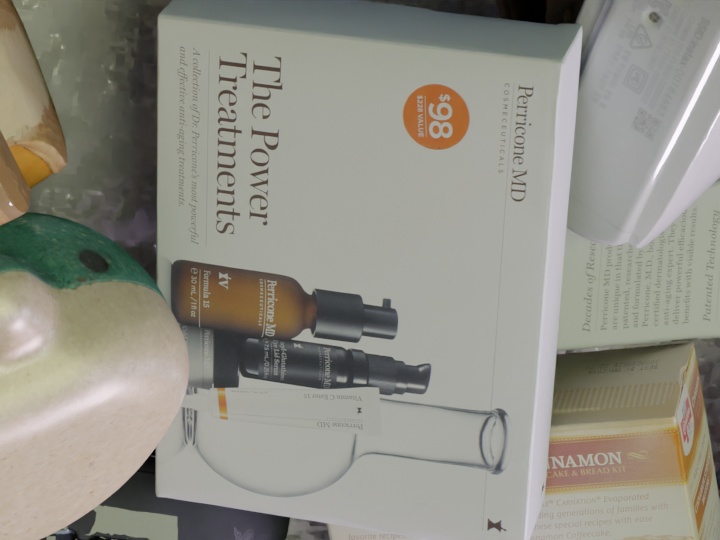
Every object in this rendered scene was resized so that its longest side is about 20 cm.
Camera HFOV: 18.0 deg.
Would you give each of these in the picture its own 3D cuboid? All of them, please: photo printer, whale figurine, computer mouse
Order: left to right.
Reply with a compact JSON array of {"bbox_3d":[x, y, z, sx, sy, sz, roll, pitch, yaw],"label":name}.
[{"bbox_3d":[-0.160,0.039,0.807,0.200,0.104,0.159,-10,146,-39],"label":"whale figurine"},{"bbox_3d":[-0.119,0.132,0.919,0.200,0.046,0.141,11,97,-29],"label":"computer mouse"},{"bbox_3d":[0.156,-0.116,0.886,0.200,0.069,0.167,-39,159,-44],"label":"photo printer"}]

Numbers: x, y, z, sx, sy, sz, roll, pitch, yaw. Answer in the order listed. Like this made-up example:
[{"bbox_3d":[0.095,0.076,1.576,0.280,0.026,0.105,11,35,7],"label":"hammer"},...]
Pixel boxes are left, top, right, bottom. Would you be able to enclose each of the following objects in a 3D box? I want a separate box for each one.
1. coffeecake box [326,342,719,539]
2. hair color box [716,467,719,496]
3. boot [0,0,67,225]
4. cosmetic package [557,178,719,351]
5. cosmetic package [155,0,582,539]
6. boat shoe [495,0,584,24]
[{"bbox_3d":[0.077,0.140,0.963,0.153,0.073,0.200,-5,112,17],"label":"coffeecake box"},{"bbox_3d":[0.253,0.081,1.090,0.099,0.061,0.200,43,82,-29],"label":"hair color box"},{"bbox_3d":[-0.182,-0.033,0.790,0.144,0.201,0.071,-21,108,5],"label":"boot"},{"bbox_3d":[0.105,-0.013,0.965,0.200,0.102,0.074,-5,104,-25],"label":"cosmetic package"},{"bbox_3d":[0.000,0.000,0.857,0.151,0.052,0.200,7,114,10],"label":"cosmetic package"},{"bbox_3d":[0.065,-0.144,0.896,0.065,0.071,0.200,-40,142,-4],"label":"boat shoe"}]
